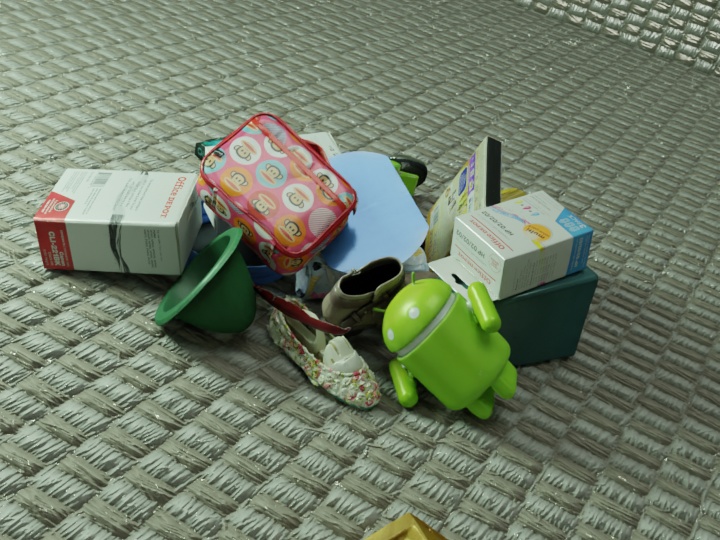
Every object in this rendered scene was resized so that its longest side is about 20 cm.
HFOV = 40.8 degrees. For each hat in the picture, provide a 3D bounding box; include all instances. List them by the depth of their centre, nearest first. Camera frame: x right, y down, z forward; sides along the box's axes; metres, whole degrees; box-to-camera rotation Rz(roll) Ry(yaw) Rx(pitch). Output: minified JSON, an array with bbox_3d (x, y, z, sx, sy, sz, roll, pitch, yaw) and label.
[{"bbox_3d":[-0.151,0.062,1.269,0.176,0.166,0.200,43,-4,-17],"label":"hat"}]

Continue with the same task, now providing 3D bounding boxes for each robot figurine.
[{"bbox_3d":[0.110,0.095,1.234,0.200,0.175,0.116,44,24,-5],"label":"robot figurine"}]

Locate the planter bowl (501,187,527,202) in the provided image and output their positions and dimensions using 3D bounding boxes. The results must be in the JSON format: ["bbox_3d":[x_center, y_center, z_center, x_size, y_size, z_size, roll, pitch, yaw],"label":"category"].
[{"bbox_3d":[0.217,-0.081,1.548,0.197,0.085,0.200,-16,7,2],"label":"planter bowl"}]

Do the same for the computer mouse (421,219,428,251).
[{"bbox_3d":[0.043,-0.096,1.558,0.199,0.044,0.111,40,42,-20],"label":"computer mouse"}]

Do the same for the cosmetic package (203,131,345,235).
[{"bbox_3d":[-0.130,-0.131,1.445,0.197,0.114,0.082,-8,42,-23],"label":"cosmetic package"}]

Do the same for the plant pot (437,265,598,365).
[{"bbox_3d":[0.204,0.047,1.378,0.197,0.143,0.141,-11,38,-30],"label":"plant pot"}]

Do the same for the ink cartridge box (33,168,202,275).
[{"bbox_3d":[-0.330,-0.070,1.347,0.196,0.085,0.145,2,34,4],"label":"ink cartridge box"}]

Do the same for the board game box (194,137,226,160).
[{"bbox_3d":[-0.181,-0.181,1.700,0.134,0.029,0.199,-18,43,-41],"label":"board game box"}]

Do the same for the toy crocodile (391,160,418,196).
[{"bbox_3d":[0.003,-0.153,1.593,0.197,0.069,0.062,3,23,-22],"label":"toy crocodile"}]

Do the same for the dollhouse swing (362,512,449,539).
[{"bbox_3d":[0.051,0.364,0.877,0.182,0.176,0.200,45,3,-44],"label":"dollhouse swing"}]

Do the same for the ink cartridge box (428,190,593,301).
[{"bbox_3d":[0.203,-0.032,1.317,0.198,0.069,0.115,-18,41,-27],"label":"ink cartridge box"}]

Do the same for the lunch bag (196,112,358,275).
[{"bbox_3d":[-0.106,-0.113,1.325,0.200,0.082,0.176,42,61,6],"label":"lunch bag"}]

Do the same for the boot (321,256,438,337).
[{"bbox_3d":[0.037,0.025,1.295,0.198,0.147,0.071,-28,69,-21],"label":"boot"}]

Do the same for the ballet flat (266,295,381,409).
[{"bbox_3d":[-0.050,0.101,1.246,0.199,0.065,0.075,34,40,30],"label":"ballet flat"}]

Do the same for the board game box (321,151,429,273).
[{"bbox_3d":[-0.001,-0.075,1.387,0.156,0.039,0.202,-23,65,-13],"label":"board game box"}]

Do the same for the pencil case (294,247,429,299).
[{"bbox_3d":[0.000,0.000,1.409,0.197,0.091,0.085,3,69,-23],"label":"pencil case"}]

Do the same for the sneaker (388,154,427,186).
[{"bbox_3d":[0.034,-0.149,1.696,0.196,0.077,0.115,-1,35,-20],"label":"sneaker"}]

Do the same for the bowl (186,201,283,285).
[{"bbox_3d":[-0.187,-0.043,1.454,0.197,0.040,0.202,10,30,-6],"label":"bowl"}]

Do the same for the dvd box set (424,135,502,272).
[{"bbox_3d":[0.154,-0.087,1.474,0.029,0.201,0.148,19,49,-15],"label":"dvd box set"}]
